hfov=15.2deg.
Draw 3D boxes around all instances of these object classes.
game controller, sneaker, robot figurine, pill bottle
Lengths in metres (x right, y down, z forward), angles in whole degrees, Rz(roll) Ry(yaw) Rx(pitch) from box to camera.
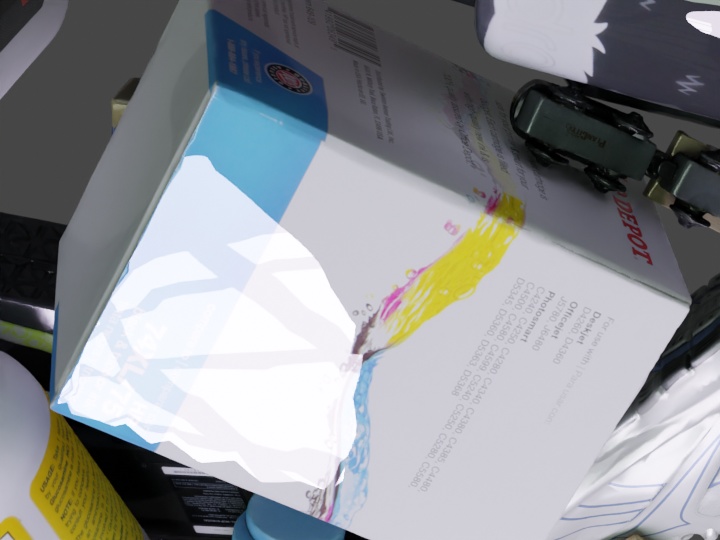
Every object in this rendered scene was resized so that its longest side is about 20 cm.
[{"bbox_3d":[-0.058,0.101,1.183,0.199,0.042,0.105,1,131,21],"label":"game controller"},{"bbox_3d":[-0.179,0.015,1.130,0.199,0.072,0.083,20,133,-9],"label":"sneaker"},{"bbox_3d":[0.122,0.086,1.133,0.087,0.075,0.200,43,119,-15],"label":"sneaker"},{"bbox_3d":[0.116,-0.125,1.002,0.199,0.150,0.126,16,91,8],"label":"robot figurine"},{"bbox_3d":[-0.159,0.103,1.100,0.112,0.113,0.200,-11,134,19],"label":"pill bottle"}]

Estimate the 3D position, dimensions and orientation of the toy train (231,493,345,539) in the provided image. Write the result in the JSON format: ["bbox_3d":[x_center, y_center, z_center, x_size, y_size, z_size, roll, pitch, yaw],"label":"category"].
[{"bbox_3d":[-0.001,0.186,1.088,0.084,0.200,0.116,-13,132,-24],"label":"toy train"}]

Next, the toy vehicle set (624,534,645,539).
[{"bbox_3d":[0.084,0.198,1.189,0.200,0.027,0.124,-36,130,27],"label":"toy vehicle set"}]

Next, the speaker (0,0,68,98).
[{"bbox_3d":[-0.176,-0.086,1.052,0.081,0.200,0.082,4,112,9],"label":"speaker"}]

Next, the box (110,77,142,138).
[{"bbox_3d":[-0.049,0.021,1.167,0.120,0.032,0.201,8,118,10],"label":"box"}]

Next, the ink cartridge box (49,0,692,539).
[{"bbox_3d":[0.000,0.000,1.044,0.199,0.147,0.146,24,112,-15],"label":"ink cartridge box"}]

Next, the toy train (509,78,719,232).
[{"bbox_3d":[0.144,-0.029,1.055,0.199,0.046,0.034,22,101,-22],"label":"toy train"}]
